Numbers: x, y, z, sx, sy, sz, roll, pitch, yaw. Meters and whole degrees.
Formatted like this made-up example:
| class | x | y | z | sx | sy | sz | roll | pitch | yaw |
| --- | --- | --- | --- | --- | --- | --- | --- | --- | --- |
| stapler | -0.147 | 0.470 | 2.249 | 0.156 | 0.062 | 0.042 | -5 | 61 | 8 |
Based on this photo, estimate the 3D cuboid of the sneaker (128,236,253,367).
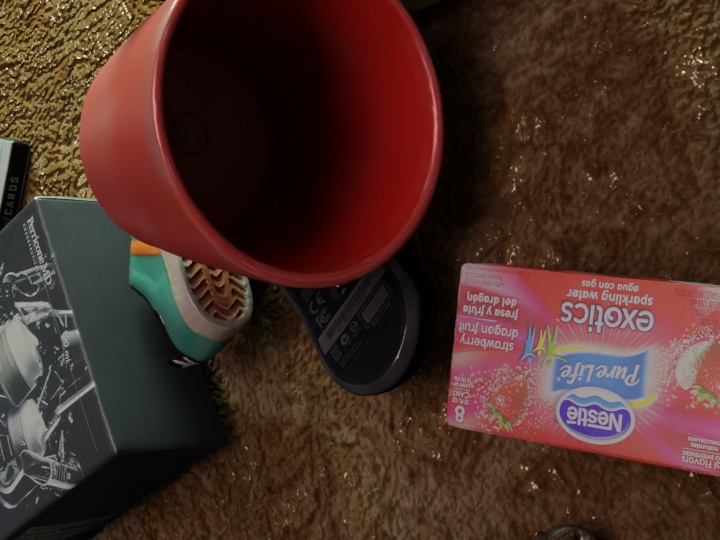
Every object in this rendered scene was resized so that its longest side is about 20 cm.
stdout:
| class | x | y | z | sx | sy | sz | roll | pitch | yaw |
| --- | --- | --- | --- | --- | --- | --- | --- | --- | --- |
| sneaker | -0.136 | -0.026 | 1.084 | 0.080 | 0.071 | 0.201 | -44 | 51 | 40 |

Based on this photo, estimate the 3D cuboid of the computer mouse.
| class | x | y | z | sx | sy | sz | roll | pitch | yaw |
| --- | --- | --- | --- | --- | --- | --- | --- | --- | --- |
| computer mouse | 0.000 | 0.000 | 1.007 | 0.139 | 0.052 | 0.201 | -50 | 46 | 24 |

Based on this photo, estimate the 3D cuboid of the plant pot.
| class | x | y | z | sx | sy | sz | roll | pitch | yaw |
| --- | --- | --- | --- | --- | --- | --- | --- | --- | --- |
| plant pot | -0.075 | -0.088 | 0.950 | 0.177 | 0.199 | 0.202 | -3 | 83 | 58 |

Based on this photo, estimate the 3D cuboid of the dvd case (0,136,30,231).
| class | x | y | z | sx | sy | sz | roll | pitch | yaw |
| --- | --- | --- | --- | --- | --- | --- | --- | --- | --- |
| dvd case | -0.365 | -0.050 | 1.335 | 0.199 | 0.025 | 0.152 | 14 | 94 | 40 |

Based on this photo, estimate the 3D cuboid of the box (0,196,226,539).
| class | x | y | z | sx | sy | sz | roll | pitch | yaw |
| --- | --- | --- | --- | --- | --- | --- | --- | --- | --- |
| box | -0.217 | 0.077 | 1.132 | 0.182 | 0.104 | 0.201 | -37 | 66 | 35 |

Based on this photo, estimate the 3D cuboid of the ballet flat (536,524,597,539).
| class | x | y | z | sx | sy | sz | roll | pitch | yaw |
| --- | --- | --- | --- | --- | --- | --- | --- | --- | --- |
| ballet flat | 0.129 | 0.244 | 0.869 | 0.046 | 0.067 | 0.202 | -5 | 77 | 9 |

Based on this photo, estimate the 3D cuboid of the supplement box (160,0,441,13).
| class | x | y | z | sx | sy | sz | roll | pitch | yaw |
| --- | --- | --- | --- | --- | --- | --- | --- | --- | --- |
| supplement box | -0.038 | -0.248 | 0.955 | 0.199 | 0.199 | 0.135 | -15 | 69 | 37 |

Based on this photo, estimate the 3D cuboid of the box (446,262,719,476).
| class | x | y | z | sx | sy | sz | roll | pitch | yaw |
| --- | --- | --- | --- | --- | --- | --- | --- | --- | --- |
| box | 0.155 | 0.052 | 0.834 | 0.199 | 0.099 | 0.096 | 6 | 89 | 40 |
